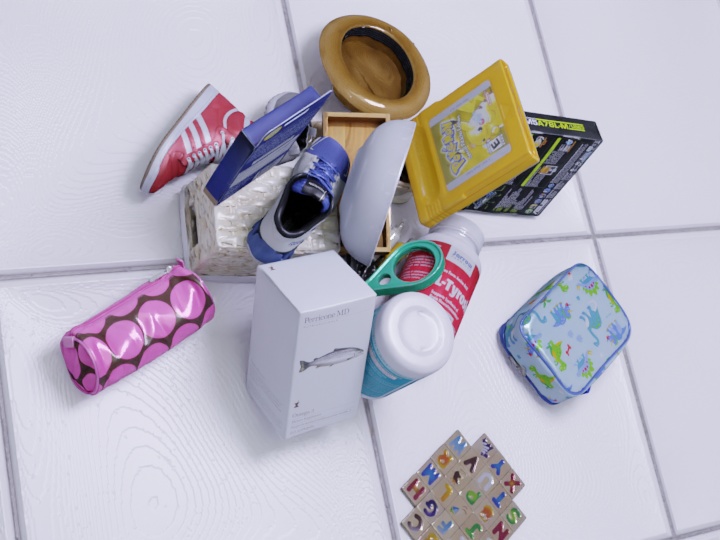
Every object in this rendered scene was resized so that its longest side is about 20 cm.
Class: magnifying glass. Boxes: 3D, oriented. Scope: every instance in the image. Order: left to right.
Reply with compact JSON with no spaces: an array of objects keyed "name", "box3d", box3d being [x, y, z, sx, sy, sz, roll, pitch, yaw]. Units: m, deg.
[{"name":"magnifying glass","box3d":[0.027,0.018,1.527,0.198,0.022,0.080,-28,48,-1]}]

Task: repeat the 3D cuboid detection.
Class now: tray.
[{"name":"tray","box3d":[-0.007,-0.125,1.562,0.097,0.037,0.203,1,83,-6]}]

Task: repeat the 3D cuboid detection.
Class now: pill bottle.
[{"name":"pill bottle","box3d":[0.034,0.109,1.457,0.109,0.200,0.112,10,67,-25]},{"name":"pill bottle","box3d":[0.111,0.020,1.581,0.112,0.112,0.201,33,60,-13]}]

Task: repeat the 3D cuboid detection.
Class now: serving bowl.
[{"name":"serving bowl","box3d":[0.014,-0.112,1.445,0.065,0.201,0.202,19,62,0]}]

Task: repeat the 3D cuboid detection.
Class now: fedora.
[{"name":"fedora","box3d":[0.012,-0.299,1.663,0.198,0.082,0.203,12,56,-18]}]

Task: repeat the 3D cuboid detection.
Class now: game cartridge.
[{"name":"game cartridge","box3d":[0.149,-0.183,1.557,0.032,0.199,0.178,25,43,-47]}]

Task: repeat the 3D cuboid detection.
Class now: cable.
[{"name":"cable","box3d":[0.000,0.000,1.567,0.097,0.050,0.201,37,59,-12]}]

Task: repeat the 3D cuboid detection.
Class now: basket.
[{"name":"basket","box3d":[-0.134,-0.067,1.478,0.198,0.123,0.137,1,71,-27]}]

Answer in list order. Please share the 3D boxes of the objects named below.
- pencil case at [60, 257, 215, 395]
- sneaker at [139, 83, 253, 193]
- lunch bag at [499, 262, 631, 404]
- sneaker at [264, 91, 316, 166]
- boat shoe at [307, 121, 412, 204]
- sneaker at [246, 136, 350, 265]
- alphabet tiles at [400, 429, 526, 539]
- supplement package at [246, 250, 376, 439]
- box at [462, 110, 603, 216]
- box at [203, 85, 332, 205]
[{"name":"pencil case","box3d":[-0.285,0.070,1.372,0.199,0.090,0.095,-37,126,-34]},{"name":"sneaker","box3d":[-0.217,-0.161,1.501,0.112,0.071,0.201,35,57,-8]},{"name":"lunch bag","box3d":[0.322,0.101,1.680,0.200,0.082,0.161,-41,92,-32]},{"name":"sneaker","box3d":[-0.097,-0.195,1.536,0.081,0.076,0.201,-2,33,13]},{"name":"boat shoe","box3d":[0.006,-0.171,1.624,0.199,0.065,0.073,31,61,-15]},{"name":"sneaker","box3d":[-0.060,-0.097,1.386,0.080,0.115,0.200,39,58,-10]},{"name":"alphabet tiles","box3d":[0.150,0.334,1.549,0.200,0.006,0.167,-39,93,-32]},{"name":"supplement package","box3d":[-0.067,0.094,1.395,0.116,0.202,0.117,-12,37,-29]},{"name":"box","box3d":[0.242,-0.162,1.665,0.191,0.200,0.048,4,55,-24]},{"name":"box","box3d":[-0.116,-0.160,1.332,0.121,0.200,0.033,-39,89,-33]}]
